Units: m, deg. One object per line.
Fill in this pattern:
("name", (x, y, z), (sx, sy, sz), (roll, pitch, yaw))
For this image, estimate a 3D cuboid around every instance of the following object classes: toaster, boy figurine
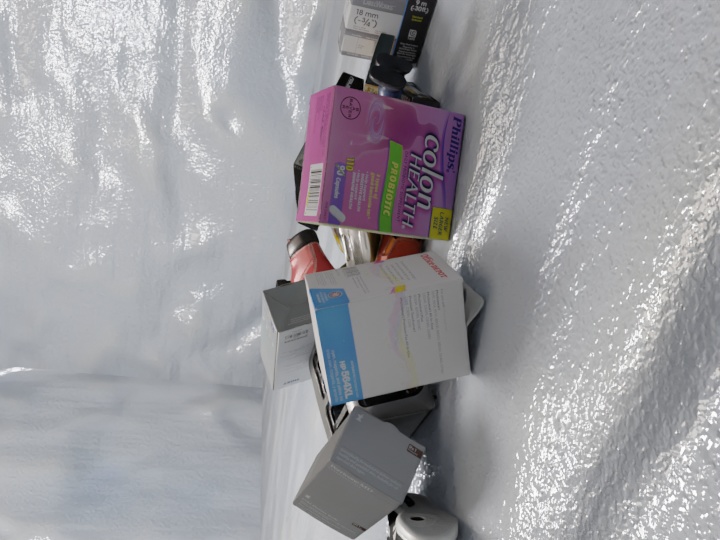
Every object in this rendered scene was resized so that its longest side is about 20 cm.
("toaster", (0.009, 0.165, 0.987), (0.201, 0.117, 0.182), (113, 146, -53))
("boy figurine", (0.033, -0.238, 1.056), (0.201, 0.064, 0.125), (108, -178, -56))

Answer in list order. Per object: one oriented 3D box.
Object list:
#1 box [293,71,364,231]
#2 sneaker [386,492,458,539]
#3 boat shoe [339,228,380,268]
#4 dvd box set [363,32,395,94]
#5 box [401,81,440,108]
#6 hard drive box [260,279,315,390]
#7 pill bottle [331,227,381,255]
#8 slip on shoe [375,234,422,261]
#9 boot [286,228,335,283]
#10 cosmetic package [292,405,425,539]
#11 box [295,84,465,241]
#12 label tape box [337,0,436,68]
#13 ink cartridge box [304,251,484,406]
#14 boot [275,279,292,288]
("box", (-0.052, -0.196, 1.142), (0.194, 0.047, 0.201), (92, -159, -65))
("sneaker", (0.072, 0.343, 0.809), (0.200, 0.072, 0.113), (126, 146, -83))
("boat shoe", (0.000, 0.000, 1.101), (0.071, 0.069, 0.202), (-58, -33, -56))
("dvd box set", (0.023, -0.287, 1.184), (0.201, 0.029, 0.147), (99, -176, -53))
("box", (0.073, -0.231, 1.156), (0.200, 0.048, 0.160), (-108, 28, -64))
("hard drive box", (-0.075, 0.096, 1.070), (0.201, 0.154, 0.077), (105, 145, -54))
("pill bottle", (-0.002, -0.100, 1.152), (0.200, 0.110, 0.112), (73, -162, -68))
("slip on shoe", (0.064, -0.026, 1.045), (0.061, 0.073, 0.202), (127, 152, -60))
("boot", (-0.102, 0.027, 1.167), (0.145, 0.072, 0.201), (61, 140, 28))
("cosmetic package", (-0.007, 0.267, 0.873), (0.091, 0.106, 0.200), (-59, -3, -35))
("box", (0.027, -0.140, 0.930), (0.097, 0.198, 0.178), (-167, 85, -65))
("label tape box", (0.050, -0.462, 1.160), (0.064, 0.143, 0.201), (-95, 16, -44))
("ink cartridge box", (0.043, 0.063, 0.825), (0.129, 0.198, 0.127), (-119, 20, -70))
("boot", (-0.064, 0.076, 1.284), (0.165, 0.198, 0.066), (109, 153, -53))
